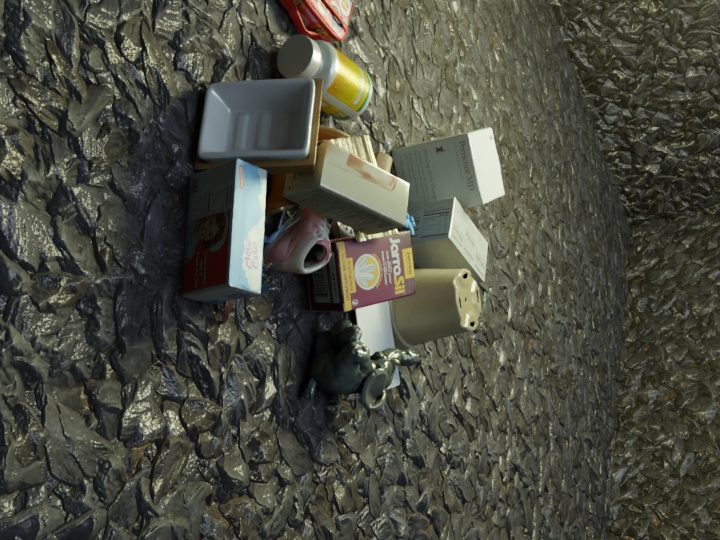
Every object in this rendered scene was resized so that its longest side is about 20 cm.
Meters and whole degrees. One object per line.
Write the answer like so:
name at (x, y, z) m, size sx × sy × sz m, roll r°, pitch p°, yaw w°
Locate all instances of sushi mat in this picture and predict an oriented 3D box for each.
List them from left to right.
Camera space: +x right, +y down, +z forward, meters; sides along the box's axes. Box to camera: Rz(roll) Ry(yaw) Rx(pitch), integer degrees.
sushi mat at (0.003, -0.153, 1.579) m, size 0.095 × 0.012 × 0.201 m, roll -14°, pitch 85°, yaw -31°

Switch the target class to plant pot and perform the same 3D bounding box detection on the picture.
plant pot at (0.152, 0.072, 1.855) m, size 0.200 × 0.183 × 0.202 m, roll 23°, pitch 63°, yaw -56°

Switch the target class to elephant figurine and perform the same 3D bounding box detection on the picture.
elephant figurine at (0.008, 0.195, 1.609) m, size 0.200 × 0.155 × 0.142 m, roll 43°, pitch 24°, yaw -36°

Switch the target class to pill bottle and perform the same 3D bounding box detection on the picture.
pill bottle at (-0.070, -0.372, 1.647) m, size 0.200 × 0.112 × 0.113 m, roll 20°, pitch 65°, yaw -57°

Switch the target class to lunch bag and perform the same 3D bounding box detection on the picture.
lunch bag at (-0.097, -0.542, 1.685) m, size 0.200 × 0.082 × 0.177 m, roll 43°, pitch 51°, yaw -46°

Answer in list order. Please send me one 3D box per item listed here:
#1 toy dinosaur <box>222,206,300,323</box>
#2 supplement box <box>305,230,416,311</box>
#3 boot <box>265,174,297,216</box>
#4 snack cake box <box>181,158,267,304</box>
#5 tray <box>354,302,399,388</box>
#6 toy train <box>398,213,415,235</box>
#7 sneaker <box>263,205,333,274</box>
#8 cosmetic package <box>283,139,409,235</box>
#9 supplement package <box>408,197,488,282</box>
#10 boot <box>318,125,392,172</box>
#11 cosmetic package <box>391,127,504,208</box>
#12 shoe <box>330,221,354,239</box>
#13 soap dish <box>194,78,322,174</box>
toy dinosaur at (-0.195, -0.052, 1.389) m, size 0.182 × 0.200 × 0.105 m, roll 54°, pitch 0°, yaw 35°
supplement box at (0.000, 0.000, 1.629) m, size 0.199 × 0.103 × 0.132 m, roll -13°, pitch 97°, yaw -44°
boot at (-0.144, -0.189, 1.519) m, size 0.201 × 0.070 × 0.145 m, roll -54°, pitch 128°, yaw -61°
snack cake box at (-0.208, -0.057, 1.314) m, size 0.067 × 0.115 × 0.201 m, roll 19°, pitch 67°, yaw -47°
tray at (0.028, 0.148, 1.767) m, size 0.107 × 0.022 × 0.201 m, roll -10°, pitch 91°, yaw -48°
toy train at (0.058, -0.123, 1.797) m, size 0.200 × 0.086 × 0.115 m, roll 27°, pitch 41°, yaw -78°
sneaker at (-0.074, -0.066, 1.514) m, size 0.200 × 0.104 × 0.076 m, roll -50°, pitch 137°, yaw -30°
cosmetic package at (-0.021, -0.138, 1.468) m, size 0.200 × 0.103 × 0.088 m, roll 24°, pitch 66°, yaw -40°
supplement package at (0.180, -0.059, 1.966) m, size 0.200 × 0.155 × 0.111 m, roll 46°, pitch 46°, yaw -46°
boot at (-0.043, -0.180, 1.624) m, size 0.200 × 0.071 × 0.145 m, roll 22°, pitch 77°, yaw -10°
cosmetic package at (0.208, -0.229, 2.014) m, size 0.166 × 0.199 × 0.168 m, roll -25°, pitch 104°, yaw -60°
shoe at (-0.011, -0.061, 1.732) m, size 0.200 × 0.053 × 0.070 m, roll 63°, pitch 34°, yaw -31°
soap dish at (-0.158, -0.228, 1.386) m, size 0.081 × 0.199 × 0.158 m, roll 61°, pitch 30°, yaw -65°
